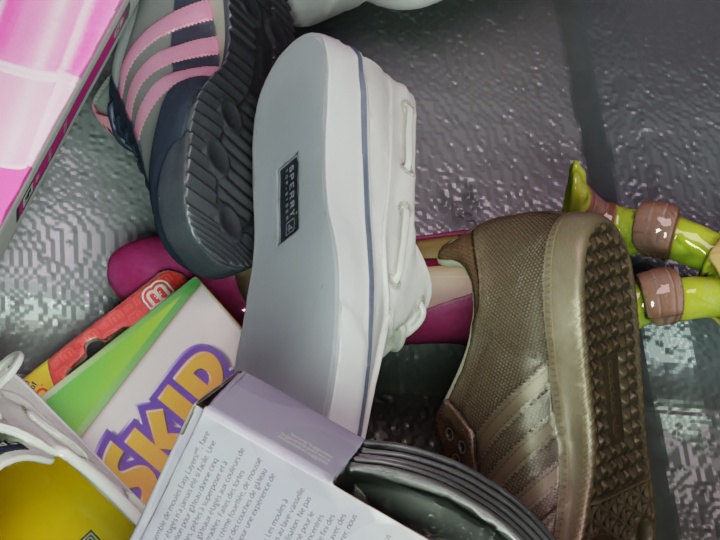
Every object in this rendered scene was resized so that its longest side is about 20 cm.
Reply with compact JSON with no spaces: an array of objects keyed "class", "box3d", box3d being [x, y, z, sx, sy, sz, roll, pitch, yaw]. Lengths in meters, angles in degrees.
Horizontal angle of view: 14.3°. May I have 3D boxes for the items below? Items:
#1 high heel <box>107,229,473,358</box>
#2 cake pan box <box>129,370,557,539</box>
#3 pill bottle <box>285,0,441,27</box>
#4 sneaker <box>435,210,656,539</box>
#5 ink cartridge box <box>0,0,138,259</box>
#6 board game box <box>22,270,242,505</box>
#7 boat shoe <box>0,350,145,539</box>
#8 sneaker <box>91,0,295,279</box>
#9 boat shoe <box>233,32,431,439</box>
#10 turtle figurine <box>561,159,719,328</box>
[{"class":"high heel","box3d":[0.000,0.000,1.166,0.199,0.096,0.068,16,50,-5]},{"class":"cake pan box","box3d":[-0.008,0.157,0.978,0.183,0.201,0.052,27,20,5]},{"class":"pill bottle","box3d":[0.033,-0.187,1.309,0.199,0.120,0.120,-29,66,-33]},{"class":"sneaker","box3d":[0.068,0.078,1.122,0.070,0.075,0.201,3,87,-57]},{"class":"ink cartridge box","box3d":[-0.170,-0.064,1.172,0.094,0.037,0.201,24,68,3]},{"class":"board game box","box3d":[-0.049,0.091,1.107,0.095,0.030,0.200,-38,67,-13]},{"class":"boat shoe","box3d":[-0.136,0.075,1.059,0.202,0.086,0.075,41,75,18]},{"class":"sneaker","box3d":[-0.075,-0.060,1.199,0.070,0.082,0.201,49,27,-31]},{"class":"boat shoe","box3d":[-0.003,0.002,1.109,0.065,0.073,0.201,21,59,-31]},{"class":"turtle figurine","box3d":[0.167,-0.007,1.245,0.160,0.065,0.201,7,60,-2]}]
